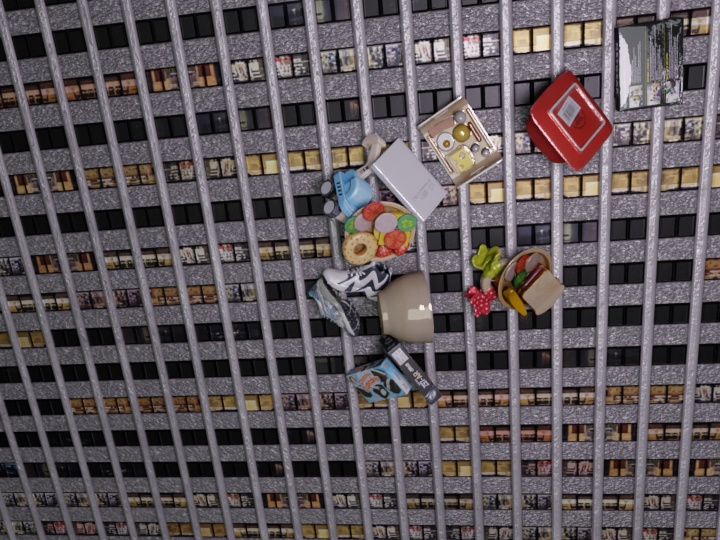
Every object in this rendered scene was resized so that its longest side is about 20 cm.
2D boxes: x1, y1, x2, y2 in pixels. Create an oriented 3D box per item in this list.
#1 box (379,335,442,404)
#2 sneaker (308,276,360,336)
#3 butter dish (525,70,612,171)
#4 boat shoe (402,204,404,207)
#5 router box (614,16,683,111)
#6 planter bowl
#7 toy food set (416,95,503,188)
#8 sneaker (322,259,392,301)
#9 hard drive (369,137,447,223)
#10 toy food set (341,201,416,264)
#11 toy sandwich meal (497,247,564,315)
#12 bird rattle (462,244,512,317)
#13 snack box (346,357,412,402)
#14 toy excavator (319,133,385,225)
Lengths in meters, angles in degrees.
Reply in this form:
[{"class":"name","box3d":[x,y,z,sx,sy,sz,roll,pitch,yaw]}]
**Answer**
[{"class":"box","box3d":[0.142,0.277,1.795,0.043,0.160,0.200,-40,101,-1]},{"class":"sneaker","box3d":[-0.076,0.114,1.835,0.086,0.078,0.201,-32,95,29]},{"class":"butter dish","box3d":[0.493,-0.356,1.556,0.200,0.148,0.200,48,66,-10]},{"class":"boat shoe","box3d":[0.090,-0.127,1.725,0.067,0.072,0.201,27,117,-3]},{"class":"router box","box3d":[0.702,-0.500,1.518,0.147,0.051,0.202,-5,108,11]},{"class":"planter bowl","box3d":[0.117,0.109,1.716,0.133,0.200,0.202,-9,108,-2]},{"class":"toy food set","box3d":[0.261,-0.334,1.632,0.143,0.060,0.201,-32,101,16]},{"class":"sneaker","box3d":[0.000,0.000,1.765,0.197,0.080,0.131,21,117,0]},{"class":"hard drive","box3d":[0.130,-0.240,1.654,0.200,0.132,0.026,47,147,-9]},{"class":"toy food set","box3d":[0.051,-0.099,1.650,0.198,0.049,0.199,2,128,-11]},{"class":"toy sandwich meal","box3d":[0.462,0.037,1.686,0.203,0.070,0.207,-14,123,-23]},{"class":"bird rattle","box3d":[0.379,0.035,1.725,0.161,0.113,0.202,-2,112,-9]},{"class":"snack box","box3d":[0.052,0.328,1.843,0.116,0.037,0.200,49,144,-9]},{"class":"toy excavator","box3d":[-0.005,-0.241,1.666,0.199,0.196,0.100,-27,148,27]}]
